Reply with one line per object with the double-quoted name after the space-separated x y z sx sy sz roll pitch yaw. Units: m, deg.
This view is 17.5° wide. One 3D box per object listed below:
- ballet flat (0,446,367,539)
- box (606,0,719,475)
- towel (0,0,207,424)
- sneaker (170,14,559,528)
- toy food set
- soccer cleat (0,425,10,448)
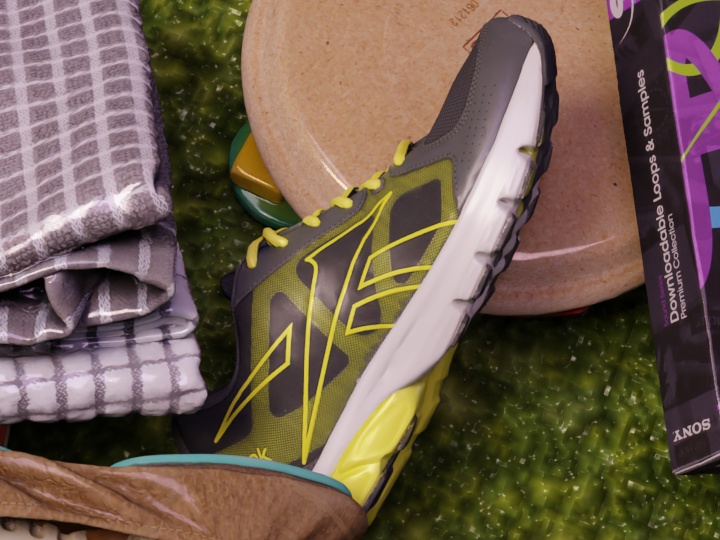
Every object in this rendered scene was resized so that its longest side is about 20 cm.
-0.088 0.088 0.704 0.200 0.068 0.072 14 48 -27 "ballet flat"
0.164 -0.026 0.835 0.143 0.036 0.200 2 73 -28 "box"
-0.143 -0.032 0.769 0.165 0.086 0.200 -3 33 -10 "towel"
0.000 0.000 0.782 0.085 0.074 0.200 27 97 6 "sneaker"
0.050 -0.074 0.873 0.198 0.049 0.200 26 66 5 "toy food set"
-0.216 0.044 0.789 0.200 0.068 0.073 17 38 8 "soccer cleat"
